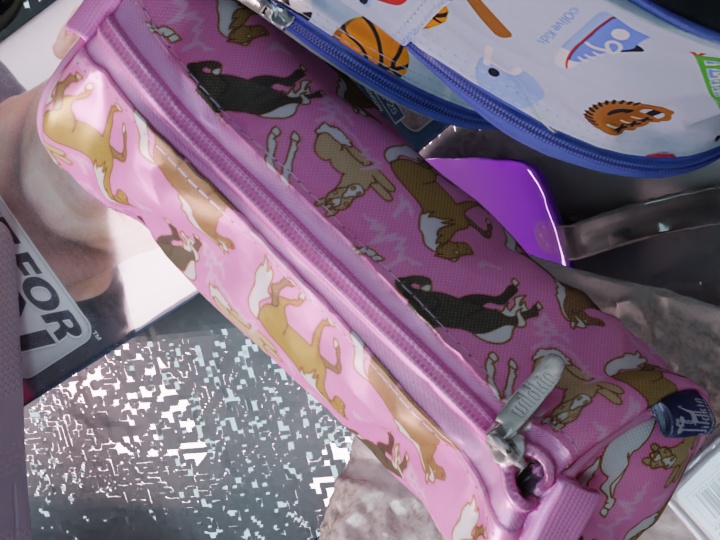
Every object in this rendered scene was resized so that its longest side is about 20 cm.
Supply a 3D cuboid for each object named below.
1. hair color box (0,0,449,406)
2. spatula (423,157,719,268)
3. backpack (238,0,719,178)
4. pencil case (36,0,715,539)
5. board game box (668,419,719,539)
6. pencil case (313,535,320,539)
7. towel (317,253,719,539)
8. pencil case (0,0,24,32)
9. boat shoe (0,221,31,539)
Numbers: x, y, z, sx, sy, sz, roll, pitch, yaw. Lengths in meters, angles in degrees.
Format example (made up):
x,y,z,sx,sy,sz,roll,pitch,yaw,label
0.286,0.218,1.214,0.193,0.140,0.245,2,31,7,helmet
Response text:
x,y,z,sx,sy,sz,roll,pitch,yaw,label
-0.074,-0.037,0.825,0.200,0.061,0.100,-32,95,31,hair color box
0.098,-0.017,0.774,0.199,0.021,0.057,-7,112,26,spatula
0.053,-0.117,0.665,0.190,0.200,0.154,35,152,0,backpack
0.000,0.000,0.696,0.200,0.083,0.087,45,144,21,pencil case
0.195,0.039,0.701,0.200,0.035,0.126,-41,90,8,board game box
-0.022,0.134,0.806,0.200,0.078,0.087,-44,49,-5,pencil case
0.089,0.076,0.748,0.199,0.034,0.133,15,83,-1,towel
-0.200,-0.105,0.838,0.199,0.089,0.078,-3,97,24,pencil case
-0.145,0.078,0.817,0.071,0.072,0.201,5,93,18,boat shoe
